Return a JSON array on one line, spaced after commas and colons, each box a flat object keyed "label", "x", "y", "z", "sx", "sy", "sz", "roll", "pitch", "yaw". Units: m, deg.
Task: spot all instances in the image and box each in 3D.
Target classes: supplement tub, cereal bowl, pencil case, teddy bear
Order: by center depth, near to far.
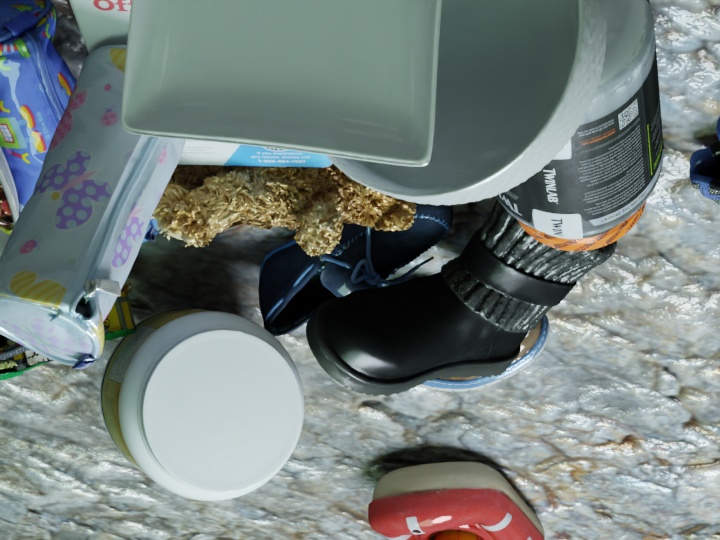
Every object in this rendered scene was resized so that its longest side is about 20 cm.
[{"label": "cereal bowl", "x": 0.062, "y": -0.134, "z": 1.419, "sx": 0.199, "sy": 0.201, "sz": 0.083, "roll": -14, "pitch": 166, "yaw": 29}, {"label": "pencil case", "x": -0.165, "y": -0.042, "z": 1.466, "sx": 0.083, "sy": 0.201, "sz": 0.091, "roll": 28, "pitch": 152, "yaw": -16}, {"label": "supplement tub", "x": 0.136, "y": -0.104, "z": 1.551, "sx": 0.122, "sy": 0.123, "sz": 0.200, "roll": -1, "pitch": 148, "yaw": 10}, {"label": "pencil case", "x": -0.208, "y": -0.089, "z": 1.595, "sx": 0.087, "sy": 0.078, "sz": 0.201, "roll": 7, "pitch": 128, "yaw": 45}, {"label": "teddy bear", "x": -0.058, "y": -0.066, "z": 1.634, "sx": 0.199, "sy": 0.145, "sz": 0.067, "roll": 4, "pitch": 120, "yaw": -3}, {"label": "supplement tub", "x": -0.123, "y": 0.103, "z": 1.850, "sx": 0.144, "sy": 0.145, "sz": 0.200, "roll": 13, "pitch": 178, "yaw": -13}]

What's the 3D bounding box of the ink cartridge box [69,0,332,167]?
[{"label": "ink cartridge box", "x": -0.096, "y": -0.155, "z": 1.537, "sx": 0.144, "sy": 0.084, "sz": 0.200, "roll": 2, "pitch": 150, "yaw": 9}]

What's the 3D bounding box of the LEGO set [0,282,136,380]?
[{"label": "LEGO set", "x": -0.281, "y": 0.016, "z": 1.865, "sx": 0.200, "sy": 0.116, "sz": 0.153, "roll": -21, "pitch": 170, "yaw": 43}]

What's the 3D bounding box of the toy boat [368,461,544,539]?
[{"label": "toy boat", "x": 0.085, "y": 0.259, "z": 2.157, "sx": 0.130, "sy": 0.131, "sz": 0.200, "roll": -10, "pitch": 146, "yaw": 24}]

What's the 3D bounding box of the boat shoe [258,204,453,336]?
[{"label": "boat shoe", "x": 0.000, "y": 0.000, "z": 1.798, "sx": 0.084, "sy": 0.069, "sz": 0.200, "roll": 23, "pitch": 145, "yaw": -28}]

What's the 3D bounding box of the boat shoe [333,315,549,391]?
[{"label": "boat shoe", "x": 0.049, "y": 0.052, "z": 1.875, "sx": 0.199, "sy": 0.073, "sz": 0.072, "roll": -11, "pitch": 145, "yaw": 25}]

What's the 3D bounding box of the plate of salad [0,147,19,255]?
[{"label": "plate of salad", "x": -0.288, "y": -0.086, "z": 1.604, "sx": 0.048, "sy": 0.200, "sz": 0.200, "roll": -30, "pitch": 156, "yaw": -20}]

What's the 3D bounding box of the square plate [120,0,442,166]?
[{"label": "square plate", "x": -0.040, "y": -0.171, "z": 1.392, "sx": 0.197, "sy": 0.201, "sz": 0.028, "roll": 7, "pitch": -174, "yaw": 19}]

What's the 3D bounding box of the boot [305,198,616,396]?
[{"label": "boot", "x": 0.073, "y": 0.008, "z": 1.720, "sx": 0.210, "sy": 0.080, "sz": 0.158, "roll": -7, "pitch": 147, "yaw": -43}]

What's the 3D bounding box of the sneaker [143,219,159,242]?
[{"label": "sneaker", "x": -0.198, "y": -0.085, "z": 1.701, "sx": 0.078, "sy": 0.066, "sz": 0.200, "roll": -22, "pitch": 142, "yaw": 15}]

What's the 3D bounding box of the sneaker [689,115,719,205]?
[{"label": "sneaker", "x": 0.282, "y": -0.091, "z": 1.602, "sx": 0.078, "sy": 0.076, "sz": 0.200, "roll": 15, "pitch": 146, "yaw": -10}]
